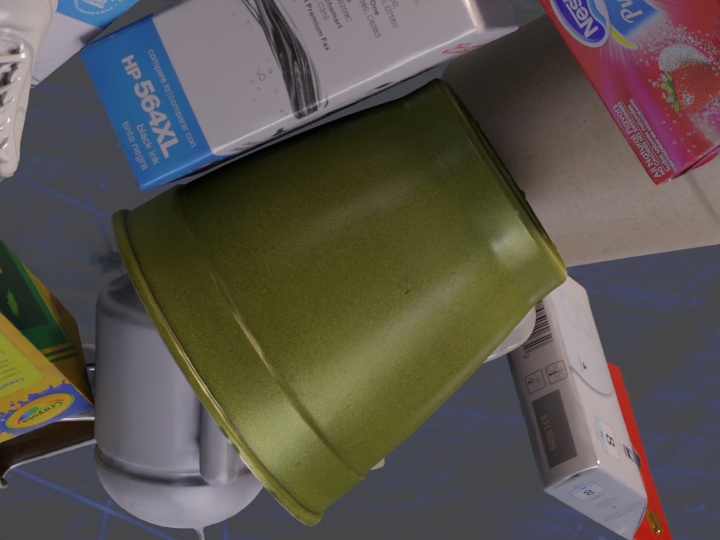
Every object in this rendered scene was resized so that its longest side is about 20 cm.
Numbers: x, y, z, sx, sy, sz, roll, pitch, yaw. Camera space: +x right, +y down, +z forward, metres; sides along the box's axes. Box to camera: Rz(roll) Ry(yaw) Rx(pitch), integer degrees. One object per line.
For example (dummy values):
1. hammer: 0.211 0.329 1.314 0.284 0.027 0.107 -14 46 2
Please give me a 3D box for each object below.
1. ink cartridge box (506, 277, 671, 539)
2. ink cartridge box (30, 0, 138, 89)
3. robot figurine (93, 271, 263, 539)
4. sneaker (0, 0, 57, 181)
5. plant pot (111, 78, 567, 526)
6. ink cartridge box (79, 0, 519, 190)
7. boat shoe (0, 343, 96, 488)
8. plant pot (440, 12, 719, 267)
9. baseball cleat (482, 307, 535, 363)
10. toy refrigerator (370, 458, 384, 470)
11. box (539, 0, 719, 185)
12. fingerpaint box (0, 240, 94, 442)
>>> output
1. ink cartridge box: 0.167 0.097 1.903 0.047 0.161 0.200 -28 148 22
2. ink cartridge box: -0.218 -0.132 1.443 0.200 0.068 0.116 -36 145 30
3. robot figurine: -0.109 0.074 1.737 0.112 0.170 0.201 -3 109 -17
4. sneaker: -0.188 -0.089 1.382 0.075 0.081 0.200 -1 144 -21
5. plant pot: 0.000 0.000 1.506 0.192 0.201 0.200 -34 148 5
6. ink cartridge box: -0.028 -0.124 1.477 0.199 0.085 0.146 -23 -179 13
7. boat shoe: -0.251 0.111 1.826 0.199 0.070 0.071 -16 150 -1
8. plant pot: 0.152 -0.084 1.607 0.182 0.202 0.200 -18 152 25
9. baseball cleat: 0.091 -0.009 1.786 0.106 0.070 0.200 20 134 -36
10. toy refrigerator: -0.031 0.072 1.870 0.075 0.070 0.200 -13 149 -4
11. box: 0.152 -0.157 1.425 0.095 0.201 0.100 -36 173 35
12. fingerpaint box: -0.289 0.057 1.714 0.199 0.074 0.167 -22 149 10
